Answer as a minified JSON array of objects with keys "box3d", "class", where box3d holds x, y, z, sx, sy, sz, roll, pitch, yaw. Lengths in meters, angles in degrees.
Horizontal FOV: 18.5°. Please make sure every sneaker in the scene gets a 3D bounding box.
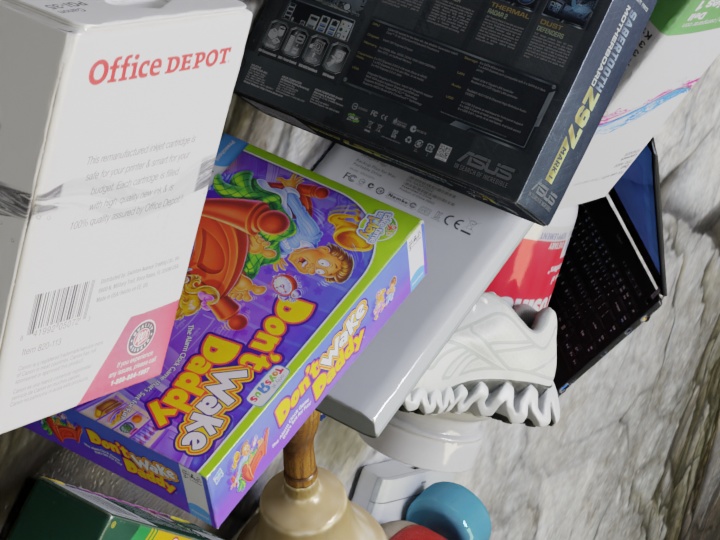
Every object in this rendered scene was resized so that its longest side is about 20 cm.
[{"box3d":[0.049,0.049,1.368,0.200,0.075,0.081,8,95,-45],"class":"sneaker"}]

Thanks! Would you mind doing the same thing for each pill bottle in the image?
[{"box3d":[0.065,0.028,1.480,0.112,0.112,0.200,-12,123,-60],"class":"pill bottle"}]

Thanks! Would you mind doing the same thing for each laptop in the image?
[{"box3d":[0.135,-0.032,1.512,0.200,0.177,0.103,-42,118,15],"class":"laptop"}]

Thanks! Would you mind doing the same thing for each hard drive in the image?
[{"box3d":[0.008,-0.006,1.311,0.200,0.132,0.026,-52,154,-27],"class":"hard drive"},{"box3d":[0.008,0.236,1.653,0.132,0.027,0.200,-3,115,-63],"class":"hard drive"}]

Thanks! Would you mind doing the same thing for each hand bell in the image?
[{"box3d":[-0.037,0.121,1.364,0.104,0.104,0.200,-49,151,-33],"class":"hand bell"}]

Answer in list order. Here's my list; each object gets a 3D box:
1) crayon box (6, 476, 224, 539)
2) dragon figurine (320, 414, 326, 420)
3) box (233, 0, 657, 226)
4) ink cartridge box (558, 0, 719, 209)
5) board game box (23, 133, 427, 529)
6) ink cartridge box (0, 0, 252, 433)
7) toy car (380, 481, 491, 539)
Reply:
[{"box3d":[-0.156,0.220,1.271,0.173,0.058,0.200,-64,155,-3],"class":"crayon box"},{"box3d":[0.000,0.000,1.388,0.099,0.059,0.200,-17,128,-59],"class":"dragon figurine"},{"box3d":[0.045,-0.131,1.194,0.051,0.200,0.158,31,83,-60],"class":"box"},{"box3d":[0.125,-0.151,1.268,0.084,0.145,0.200,-16,151,-45],"class":"ink cartridge box"},{"box3d":[-0.074,0.027,1.174,0.200,0.134,0.045,-50,151,-32],"class":"board game box"},{"box3d":[-0.141,-0.039,1.042,0.146,0.083,0.200,-18,128,-58],"class":"ink cartridge box"},{"box3d":[0.078,0.283,1.565,0.184,0.200,0.177,-41,145,-42],"class":"toy car"}]
